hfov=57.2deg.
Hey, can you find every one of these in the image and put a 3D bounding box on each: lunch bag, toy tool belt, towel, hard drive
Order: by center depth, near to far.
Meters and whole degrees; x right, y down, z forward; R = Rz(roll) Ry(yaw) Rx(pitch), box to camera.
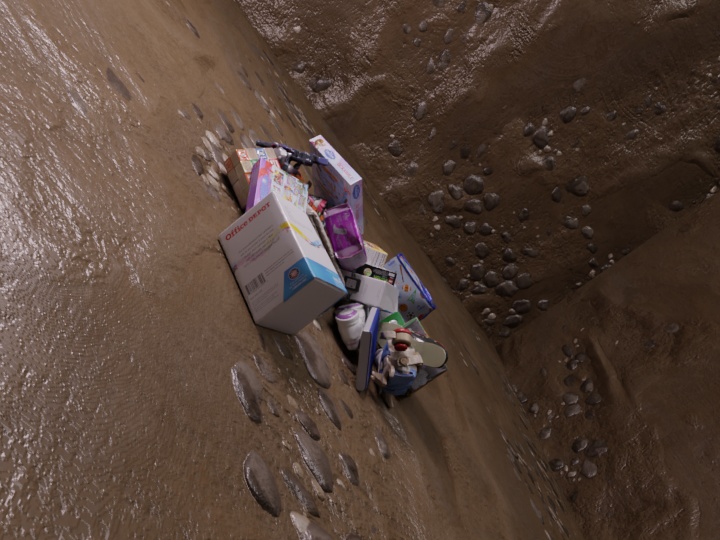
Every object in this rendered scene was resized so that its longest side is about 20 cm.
[{"bbox_3d":[0.085,0.231,1.519,0.202,0.121,0.126,99,-3,-61],"label":"toy tool belt"},{"bbox_3d":[0.019,0.176,1.527,0.200,0.025,0.136,-60,157,-77],"label":"hard drive"},{"bbox_3d":[-0.088,-0.056,1.550,0.133,0.034,0.205,-136,-156,-72],"label":"towel"},{"bbox_3d":[0.112,0.079,1.993,0.202,0.169,0.124,54,13,3],"label":"lunch bag"}]

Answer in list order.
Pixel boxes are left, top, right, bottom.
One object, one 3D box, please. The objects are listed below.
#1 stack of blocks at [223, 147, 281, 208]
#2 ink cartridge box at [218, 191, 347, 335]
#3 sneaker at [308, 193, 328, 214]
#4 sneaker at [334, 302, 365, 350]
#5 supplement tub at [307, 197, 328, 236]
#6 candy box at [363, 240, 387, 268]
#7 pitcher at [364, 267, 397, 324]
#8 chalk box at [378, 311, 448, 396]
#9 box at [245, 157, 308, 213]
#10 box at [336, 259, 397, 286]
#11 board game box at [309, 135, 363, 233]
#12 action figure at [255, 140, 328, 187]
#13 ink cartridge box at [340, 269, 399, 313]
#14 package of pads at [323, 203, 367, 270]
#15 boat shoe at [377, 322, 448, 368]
[{"bbox_3d":[-0.220,-0.174,1.508,0.114,0.058,0.205,-14,77,-49],"label":"stack of blocks"},{"bbox_3d":[-0.148,-0.011,1.262,0.203,0.145,0.145,61,14,24],"label":"ink cartridge box"},{"bbox_3d":[-0.137,-0.166,1.779,0.073,0.082,0.200,27,-14,-7],"label":"sneaker"},{"bbox_3d":[-0.023,0.136,1.599,0.200,0.073,0.103,-51,129,-80],"label":"sneaker"},{"bbox_3d":[-0.167,-0.146,1.637,0.201,0.106,0.107,51,12,-17],"label":"supplement tub"},{"bbox_3d":[-0.033,-0.065,1.815,0.195,0.057,0.115,19,10,-18],"label":"candy box"},{"bbox_3d":[0.043,0.090,1.843,0.170,0.119,0.205,21,47,-59],"label":"pitcher"},{"bbox_3d":[0.123,0.210,1.735,0.203,0.122,0.124,59,-6,12],"label":"chalk box"},{"bbox_3d":[-0.183,-0.131,1.444,0.135,0.039,0.205,28,50,-33],"label":"box"},{"bbox_3d":[0.000,0.000,1.749,0.194,0.036,0.110,18,-6,4],"label":"box"},{"bbox_3d":[-0.063,-0.218,1.744,0.201,0.040,0.202,50,-24,31],"label":"board game box"},{"bbox_3d":[-0.179,-0.251,1.686,0.194,0.107,0.194,14,-19,15],"label":"action figure"},{"bbox_3d":[-0.010,0.048,1.700,0.195,0.069,0.115,15,-6,26],"label":"ink cartridge box"},{"bbox_3d":[-0.033,-0.076,1.590,0.200,0.074,0.124,62,11,-81],"label":"package of pads"},{"bbox_3d":[0.125,0.188,1.647,0.197,0.076,0.063,21,-1,20],"label":"boat shoe"}]
